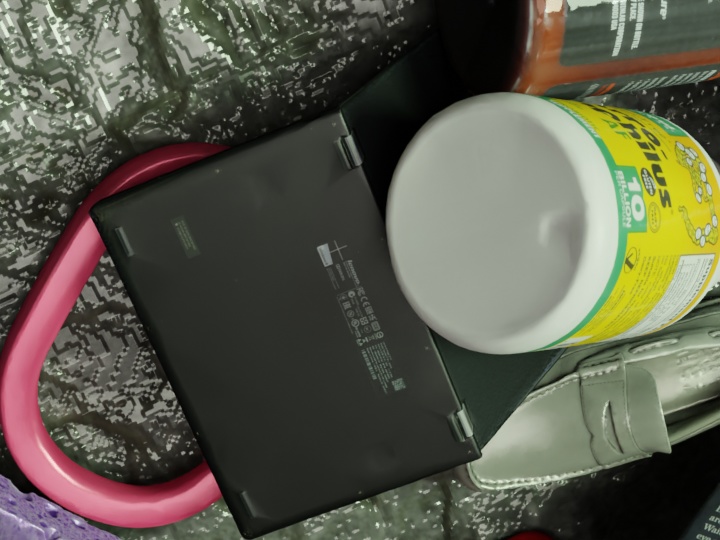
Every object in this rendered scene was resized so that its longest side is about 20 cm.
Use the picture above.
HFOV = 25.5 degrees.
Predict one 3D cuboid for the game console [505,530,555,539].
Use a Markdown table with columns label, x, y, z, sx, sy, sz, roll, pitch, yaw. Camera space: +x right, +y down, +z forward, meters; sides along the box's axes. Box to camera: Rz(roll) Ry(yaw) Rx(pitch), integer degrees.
| label | x | y | z | sx | sy | sz | roll | pitch | yaw |
| --- | --- | --- | --- | --- | --- | --- | --- | --- | --- |
| game console | 0.061 | 0.271 | 0.858 | 0.199 | 0.119 | 0.174 | -21 | 120 | -25 |

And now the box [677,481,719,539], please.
| label | x | y | z | sx | sy | sz | roll | pitch | yaw |
| --- | --- | --- | --- | --- | --- | --- | --- | --- | --- |
| box | 0.249 | 0.195 | 0.833 | 0.200 | 0.117 | 0.198 | -45 | 132 | -28 |

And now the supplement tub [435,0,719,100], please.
| label | x | y | z | sx | sy | sz | roll | pitch | yaw |
| --- | --- | --- | --- | --- | --- | --- | --- | --- | --- |
| supplement tub | 0.143 | -0.141 | 0.768 | 0.198 | 0.107 | 0.108 | -9 | 108 | -21 |

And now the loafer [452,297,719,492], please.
| label | x | y | z | sx | sy | sz | roll | pitch | yaw |
| --- | --- | --- | --- | --- | --- | --- | --- | --- | --- |
| loafer | 0.142 | 0.069 | 0.855 | 0.199 | 0.070 | 0.070 | -24 | 110 | -7 |

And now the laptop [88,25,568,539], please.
| label | x | y | z | sx | sy | sz | roll | pitch | yaw |
| --- | --- | --- | --- | --- | --- | --- | --- | --- | --- |
| laptop | 0.000 | 0.000 | 0.797 | 0.198 | 0.116 | 0.189 | -21 | 108 | 7 |

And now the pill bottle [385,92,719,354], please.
| label | x | y | z | sx | sy | sz | roll | pitch | yaw |
| --- | --- | --- | --- | --- | --- | --- | --- | --- | --- |
| pill bottle | 0.108 | -0.022 | 0.754 | 0.199 | 0.112 | 0.114 | -2 | 111 | -56 |

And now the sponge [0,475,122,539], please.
| label | x | y | z | sx | sy | sz | roll | pitch | yaw |
| --- | --- | --- | --- | --- | --- | --- | --- | --- | --- |
| sponge | -0.214 | 0.141 | 0.786 | 0.199 | 0.030 | 0.112 | 34 | 113 | -21 |

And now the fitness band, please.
| label | x | y | z | sx | sy | sz | roll | pitch | yaw |
| --- | --- | --- | --- | --- | --- | --- | --- | --- | --- |
| fitness band | -0.097 | 0.033 | 0.801 | 0.143 | 0.037 | 0.201 | 29 | 96 | -18 |
